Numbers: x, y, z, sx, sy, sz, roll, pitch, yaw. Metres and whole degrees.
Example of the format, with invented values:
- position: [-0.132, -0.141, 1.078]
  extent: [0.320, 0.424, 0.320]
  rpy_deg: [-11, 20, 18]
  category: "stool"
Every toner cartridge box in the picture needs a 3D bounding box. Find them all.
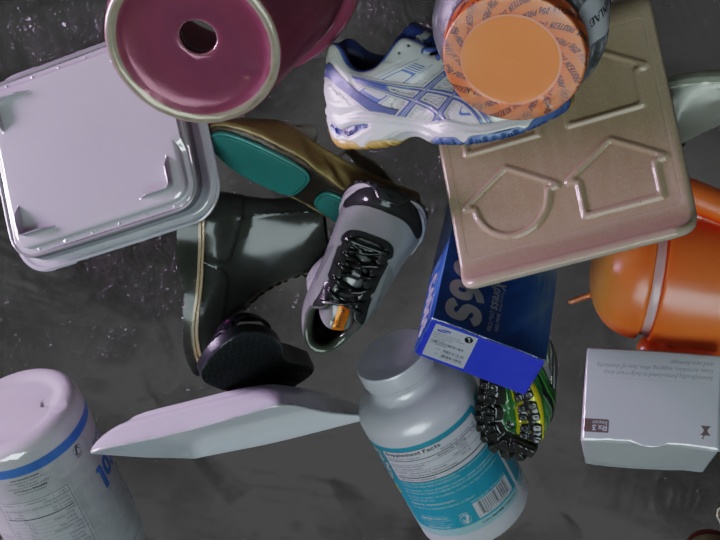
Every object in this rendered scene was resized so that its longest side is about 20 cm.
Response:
- position: [0.107, 0.002, 1.288]
  extent: [0.095, 0.200, 0.043]
  rpy_deg: [21, 131, -6]
  category: "toner cartridge box"

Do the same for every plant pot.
- position: [-0.103, -0.209, 1.186]
  extent: [0.199, 0.179, 0.200]
  rpy_deg: [6, 128, 8]
  category: "plant pot"

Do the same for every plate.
- position: [-0.116, 0.138, 1.481]
  extent: [0.199, 0.032, 0.199]
  rpy_deg: [-15, 166, 21]
  category: "plate"

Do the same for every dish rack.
- position: [-0.220, -0.102, 1.314]
  extent: [0.199, 0.044, 0.172]
  rpy_deg: [-16, 81, 21]
  category: "dish rack"

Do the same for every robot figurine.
- position: [0.275, 0.005, 1.314]
  extent: [0.199, 0.117, 0.144]
  rpy_deg: [9, 158, 4]
  category: "robot figurine"

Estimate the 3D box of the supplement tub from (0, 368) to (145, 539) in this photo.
- position: [-0.301, 0.208, 1.570]
  extent: [0.132, 0.132, 0.200]
  rpy_deg: [-8, 126, 17]
  category: "supplement tub"

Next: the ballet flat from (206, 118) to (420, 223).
- position: [-0.036, -0.084, 1.341]
  extent: [0.200, 0.063, 0.069]
  rpy_deg: [31, 149, -18]
  category: "ballet flat"

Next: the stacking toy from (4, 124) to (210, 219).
- position: [-0.205, -0.085, 1.368]
  extent: [0.200, 0.085, 0.085]
  rpy_deg: [-30, 116, 23]
  category: "stacking toy"

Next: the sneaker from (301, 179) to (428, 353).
- position: [0.000, 0.000, 1.313]
  extent: [0.074, 0.079, 0.200]
  rpy_deg: [21, 143, -4]
  category: "sneaker"

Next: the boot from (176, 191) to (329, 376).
- position: [-0.090, 0.016, 1.425]
  extent: [0.138, 0.078, 0.200]
  rpy_deg: [-1, 135, -2]
  category: "boot"

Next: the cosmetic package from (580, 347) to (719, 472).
- position: [0.243, 0.121, 1.359]
  extent: [0.112, 0.081, 0.200]
  rpy_deg: [4, 167, 8]
  category: "cosmetic package"

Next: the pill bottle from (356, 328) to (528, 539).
- position: [0.069, 0.149, 1.465]
  extent: [0.111, 0.111, 0.200]
  rpy_deg: [-16, 121, 22]
  category: "pill bottle"

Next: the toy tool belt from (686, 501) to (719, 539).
- position: [0.375, 0.258, 1.478]
  extent: [0.125, 0.123, 0.200]
  rpy_deg: [37, 125, -16]
  category: "toy tool belt"

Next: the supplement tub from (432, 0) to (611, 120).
- position: [0.117, -0.198, 1.136]
  extent: [0.122, 0.200, 0.123]
  rpy_deg: [5, 127, 7]
  category: "supplement tub"

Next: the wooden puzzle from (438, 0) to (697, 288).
- position: [0.153, -0.095, 1.235]
  extent: [0.185, 0.201, 0.046]
  rpy_deg: [-15, 160, 21]
  category: "wooden puzzle"

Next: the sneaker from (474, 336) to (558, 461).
- position: [0.131, 0.060, 1.414]
  extent: [0.078, 0.085, 0.201]
  rpy_deg: [3, 113, 23]
  category: "sneaker"

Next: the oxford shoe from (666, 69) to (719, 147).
- position: [0.218, -0.104, 1.265]
  extent: [0.199, 0.058, 0.075]
  rpy_deg: [-16, 146, 20]
  category: "oxford shoe"

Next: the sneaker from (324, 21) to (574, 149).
- position: [0.059, -0.142, 1.206]
  extent: [0.199, 0.075, 0.088]
  rpy_deg: [-3, 107, 24]
  category: "sneaker"

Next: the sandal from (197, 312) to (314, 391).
- position: [-0.099, 0.072, 1.424]
  extent: [0.075, 0.048, 0.200]
  rpy_deg: [-30, 162, 5]
  category: "sandal"
